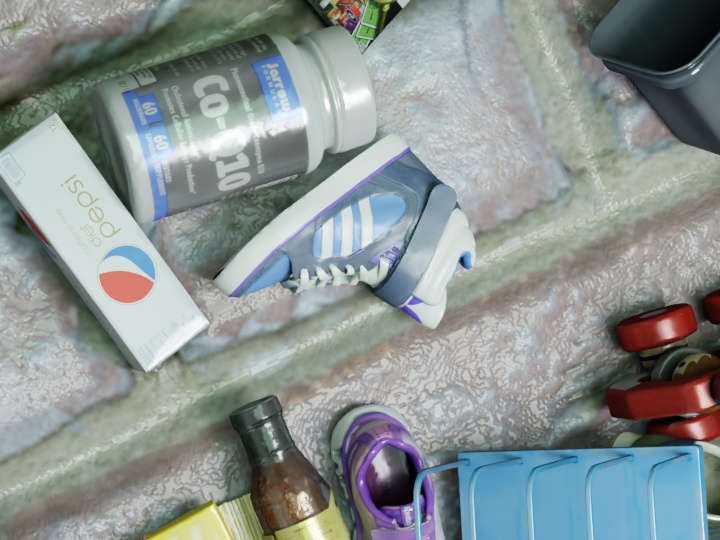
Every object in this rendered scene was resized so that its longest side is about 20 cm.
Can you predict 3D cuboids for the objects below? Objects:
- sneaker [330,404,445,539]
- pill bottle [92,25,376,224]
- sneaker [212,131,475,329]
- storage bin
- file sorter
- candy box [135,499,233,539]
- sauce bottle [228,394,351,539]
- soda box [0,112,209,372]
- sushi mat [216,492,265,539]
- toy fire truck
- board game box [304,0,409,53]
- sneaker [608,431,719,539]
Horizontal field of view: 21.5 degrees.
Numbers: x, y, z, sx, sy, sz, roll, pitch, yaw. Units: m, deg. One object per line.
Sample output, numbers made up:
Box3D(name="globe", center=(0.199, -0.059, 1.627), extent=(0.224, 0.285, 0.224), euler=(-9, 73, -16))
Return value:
Box3D(name="sneaker", center=(0.033, 0.206, 1.487), extent=(0.080, 0.088, 0.202), euler=(-18, 93, -13))
Box3D(name="pill bottle", center=(-0.095, -0.117, 1.455), extent=(0.198, 0.114, 0.115), euler=(-18, 92, -14))
Box3D(name="sneaker", center=(0.000, 0.000, 1.491), extent=(0.200, 0.081, 0.147), euler=(-38, 93, -18))
Box3D(name="storage bin", center=(0.302, -0.196, 1.560), extent=(0.200, 0.145, 0.135), euler=(-48, 126, -12))
Box3D(name="file sorter", center=(0.150, 0.208, 1.427), extent=(0.198, 0.122, 0.140), euler=(-4, 87, 26))
Box3D(name="candy box", center=(-0.114, 0.291, 1.472), extent=(0.102, 0.026, 0.201), euler=(-28, 95, -6))
Box3D(name="sauce bottle", center=(-0.045, 0.196, 1.467), extent=(0.066, 0.066, 0.202), euler=(-22, 94, -14))
Box3D(name="soda box", center=(-0.202, -0.020, 1.447), extent=(0.063, 0.068, 0.201), euler=(-37, 97, -13))
Box3D(name="sushi mat", center=(-0.047, 0.266, 1.503), extent=(0.095, 0.012, 0.201), euler=(-22, 93, -15))
Box3D(name="toy fire truck", center=(0.304, 0.076, 1.521), extent=(0.198, 0.168, 0.113), euler=(-17, 92, -14))
Box3D(name="board game box", center=(-0.018, -0.258, 1.457), extent=(0.105, 0.023, 0.200), euler=(-50, 141, -4))
Box3D(name="sneaker", center=(0.290, 0.188, 1.520), extent=(0.200, 0.090, 0.068), euler=(33, 68, -33))
